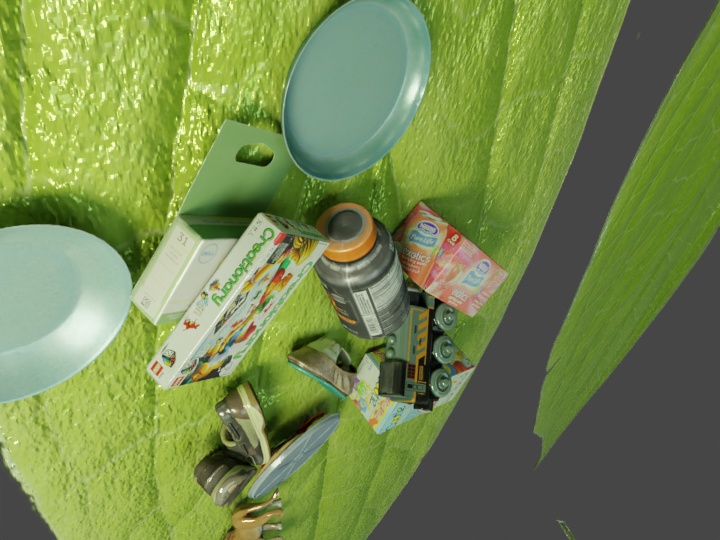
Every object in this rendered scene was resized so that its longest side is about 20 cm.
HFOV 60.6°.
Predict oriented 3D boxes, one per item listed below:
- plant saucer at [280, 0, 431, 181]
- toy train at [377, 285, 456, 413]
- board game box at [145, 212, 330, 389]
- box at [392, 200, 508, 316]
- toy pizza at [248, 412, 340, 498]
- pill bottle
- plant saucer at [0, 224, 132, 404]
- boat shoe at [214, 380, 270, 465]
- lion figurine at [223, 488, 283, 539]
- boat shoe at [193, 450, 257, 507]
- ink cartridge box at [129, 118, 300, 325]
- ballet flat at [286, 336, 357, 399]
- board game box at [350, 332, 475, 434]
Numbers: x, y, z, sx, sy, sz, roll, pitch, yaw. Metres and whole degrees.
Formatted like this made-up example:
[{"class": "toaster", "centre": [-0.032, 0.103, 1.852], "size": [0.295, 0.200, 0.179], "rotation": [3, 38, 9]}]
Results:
[{"class": "plant saucer", "centre": [-0.006, -0.188, 0.639], "size": [0.200, 0.027, 0.201], "rotation": [-33, 145, -27]}, {"class": "toy train", "centre": [0.088, 0.122, 0.979], "size": [0.114, 0.085, 0.201], "rotation": [15, 75, -36]}, {"class": "board game box", "centre": [-0.124, 0.033, 0.651], "size": [0.200, 0.035, 0.126], "rotation": [-52, 164, 11]}, {"class": "box", "centre": [0.134, -0.011, 0.936], "size": [0.095, 0.103, 0.200], "rotation": [-50, 147, 8]}, {"class": "toy pizza", "centre": [-0.115, 0.307, 1.046], "size": [0.200, 0.032, 0.200], "rotation": [-40, 162, -15]}, {"class": "pill bottle", "centre": [0.000, 0.000, 0.792], "size": [0.106, 0.106, 0.200], "rotation": [-38, 147, -12]}, {"class": "plant saucer", "centre": [-0.305, 0.034, 0.542], "size": [0.200, 0.039, 0.202], "rotation": [-30, 146, -23]}, {"class": "boat shoe", "centre": [-0.172, 0.229, 0.894], "size": [0.064, 0.073, 0.201], "rotation": [-18, 140, -16]}, {"class": "lion figurine", "centre": [-0.202, 0.467, 1.121], "size": [0.122, 0.073, 0.201], "rotation": [-3, 123, -11]}, {"class": "boat shoe", "centre": [-0.206, 0.305, 0.932], "size": [0.075, 0.073, 0.200], "rotation": [-47, 171, -21]}, {"class": "ink cartridge box", "centre": [-0.127, -0.043, 0.622], "size": [0.200, 0.048, 0.145], "rotation": [-54, 162, 17]}, {"class": "ballet flat", "centre": [-0.053, 0.140, 0.941], "size": [0.067, 0.068, 0.200], "rotation": [-61, 156, -12]}, {"class": "board game box", "centre": [0.091, 0.195, 1.112], "size": [0.199, 0.103, 0.105], "rotation": [-12, 140, -42]}]
